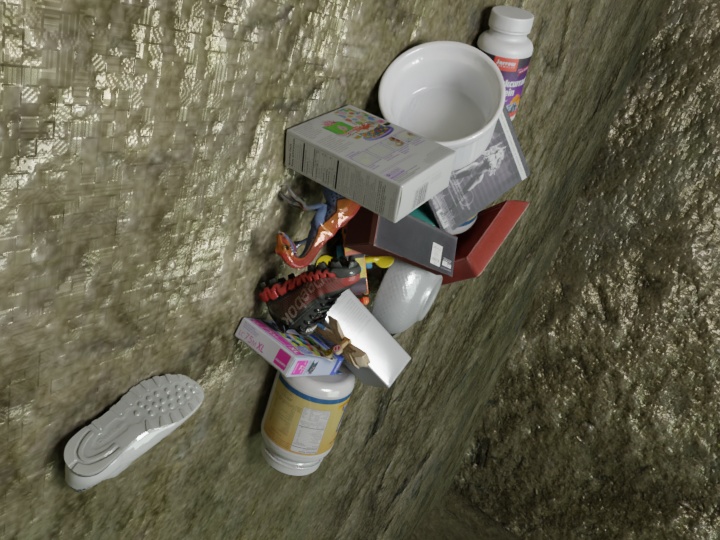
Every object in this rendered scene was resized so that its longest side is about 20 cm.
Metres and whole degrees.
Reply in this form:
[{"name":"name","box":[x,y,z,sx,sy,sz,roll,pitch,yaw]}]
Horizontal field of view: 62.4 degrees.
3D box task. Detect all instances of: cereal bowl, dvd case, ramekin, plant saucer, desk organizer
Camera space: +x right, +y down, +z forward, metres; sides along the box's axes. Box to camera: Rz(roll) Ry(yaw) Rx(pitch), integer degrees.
[{"name":"cereal bowl","box":[0.101,0.036,1.143,0.201,0.082,0.201,-55,164,-25]},{"name":"dvd case","box":[0.196,-0.175,1.044,0.198,0.016,0.150,-35,120,-5]},{"name":"ramekin","box":[0.129,-0.258,0.961,0.202,0.199,0.098,-53,161,-16]},{"name":"plant saucer","box":[0.224,-0.059,1.202,0.200,0.037,0.199,-51,-167,-21]},{"name":"desk organizer","box":[0.071,-0.048,0.998,0.198,0.076,0.073,19,76,-41]}]

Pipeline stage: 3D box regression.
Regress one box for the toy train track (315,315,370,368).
[{"name":"toy train track","box":[-0.063,0.110,0.963,0.032,0.199,0.116,-41,133,-23]}]

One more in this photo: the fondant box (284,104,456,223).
[{"name":"fondant box","box":[0.013,-0.157,0.831,0.144,0.198,0.059,-35,146,-42]}]

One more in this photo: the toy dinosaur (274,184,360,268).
[{"name":"toy dinosaur","box":[-0.050,-0.083,0.863,0.106,0.196,0.184,58,31,-45]}]

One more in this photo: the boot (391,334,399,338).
[{"name":"boot","box":[0.067,0.085,1.324,0.203,0.073,0.156,-16,132,-66]}]

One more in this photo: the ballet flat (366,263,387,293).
[{"name":"ballet flat","box":[0.034,0.009,1.216,0.067,0.068,0.200,-39,147,0]}]

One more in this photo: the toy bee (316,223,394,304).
[{"name":"toy bee","box":[0.000,0.000,1.051,0.129,0.110,0.201,-22,137,13]}]

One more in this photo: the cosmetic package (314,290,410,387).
[{"name":"cosmetic package","box":[-0.016,0.108,1.030,0.071,0.200,0.101,-47,-166,-22]}]

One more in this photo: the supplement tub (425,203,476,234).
[{"name":"supplement tub","box":[0.172,-0.189,1.145,0.144,0.143,0.203,-37,146,-40]}]

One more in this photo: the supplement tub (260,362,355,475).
[{"name":"supplement tub","box":[-0.103,0.258,1.101,0.144,0.143,0.203,-15,130,-56]}]

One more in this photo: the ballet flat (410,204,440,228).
[{"name":"ballet flat","box":[0.065,-0.096,1.075,0.197,0.068,0.067,14,132,-28]}]

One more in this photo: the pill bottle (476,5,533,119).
[{"name":"pill bottle","box":[0.277,-0.406,1.178,0.111,0.110,0.203,-36,145,-41]}]

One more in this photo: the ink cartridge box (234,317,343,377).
[{"name":"ink cartridge box","box":[-0.106,0.129,0.990,0.042,0.118,0.199,-59,155,3]}]

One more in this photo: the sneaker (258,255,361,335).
[{"name":"sneaker","box":[-0.068,0.041,0.883,0.070,0.198,0.100,-15,86,-51]}]

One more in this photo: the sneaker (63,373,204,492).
[{"name":"sneaker","box":[-0.298,0.212,0.790,0.199,0.076,0.081,-29,152,-41]}]
